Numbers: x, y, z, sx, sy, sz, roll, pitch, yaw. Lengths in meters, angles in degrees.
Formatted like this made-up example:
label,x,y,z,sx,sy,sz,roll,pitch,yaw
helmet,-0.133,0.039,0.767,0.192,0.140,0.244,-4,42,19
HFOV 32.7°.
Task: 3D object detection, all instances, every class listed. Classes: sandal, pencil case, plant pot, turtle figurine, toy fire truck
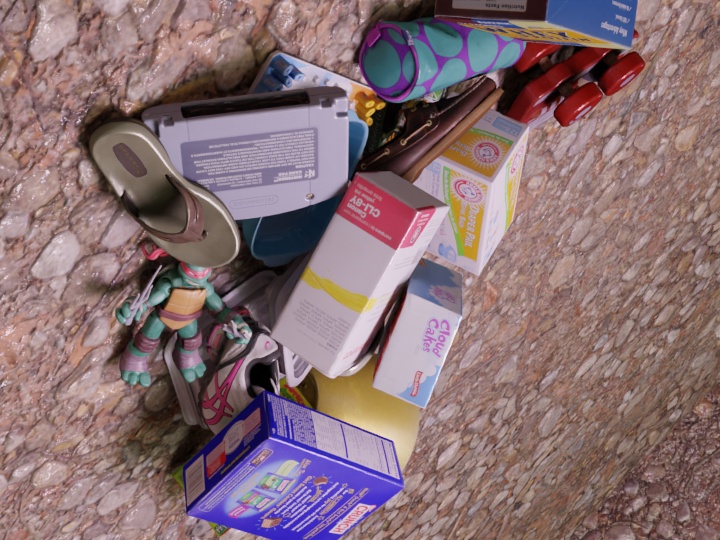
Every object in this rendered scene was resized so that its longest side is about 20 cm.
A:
label,x,y,z,sx,sy,sz,roll,pitch,yaw
sandal,-0.189,-0.061,1.172,0.080,0.058,0.201,-30,133,13
pencil case,0.095,-0.252,1.369,0.199,0.093,0.085,-23,180,-41
plant pot,-0.043,0.191,1.619,0.142,0.200,0.201,23,107,-42
turtle figurine,-0.190,0.045,1.306,0.149,0.101,0.200,11,138,-17
toy fire truck,0.268,-0.248,1.612,0.200,0.112,0.168,-35,172,-23

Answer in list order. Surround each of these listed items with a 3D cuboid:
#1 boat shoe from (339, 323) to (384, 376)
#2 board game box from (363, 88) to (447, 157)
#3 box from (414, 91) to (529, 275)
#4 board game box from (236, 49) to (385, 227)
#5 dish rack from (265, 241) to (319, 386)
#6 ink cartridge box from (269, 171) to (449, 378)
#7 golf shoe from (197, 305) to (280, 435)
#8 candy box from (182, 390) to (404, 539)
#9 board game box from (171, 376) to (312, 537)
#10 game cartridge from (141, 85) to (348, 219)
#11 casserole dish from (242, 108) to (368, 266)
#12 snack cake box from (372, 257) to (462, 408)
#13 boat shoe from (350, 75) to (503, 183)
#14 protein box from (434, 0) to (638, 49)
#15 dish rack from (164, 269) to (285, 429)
label,x,y,z,sx,sy,sz,roll,pitch,yaw
boat shoe,0.003,0.028,1.449,0.201,0.072,0.065,-63,155,-25
board game box,0.051,-0.164,1.475,0.104,0.023,0.201,-26,143,-38
box,0.130,-0.105,1.520,0.102,0.112,0.200,-55,161,-28
board game box,-0.079,-0.127,1.339,0.200,0.026,0.201,9,118,-57
dish rack,-0.054,0.022,1.476,0.200,0.043,0.172,-52,154,-35
ink cartridge box,0.000,0.000,1.316,0.201,0.083,0.145,-61,169,12
golf shoe,-0.137,0.140,1.420,0.072,0.092,0.201,-28,145,-33
candy box,-0.078,0.241,1.435,0.199,0.077,0.169,26,125,-31
board game box,-0.135,0.234,1.544,0.200,0.102,0.048,-43,173,24
game cartridge,-0.111,-0.111,1.214,0.199,0.042,0.134,-8,138,-10
casserole dish,-0.065,-0.095,1.328,0.121,0.039,0.201,-8,131,-50
snack cake box,0.068,0.065,1.413,0.200,0.067,0.116,-72,-175,-76
boat shoe,0.070,-0.155,1.388,0.200,0.070,0.070,-42,178,7
protein box,0.196,-0.346,1.275,0.198,0.134,0.201,-2,101,-53
dish rack,-0.149,0.107,1.500,0.171,0.044,0.201,-36,147,-21
